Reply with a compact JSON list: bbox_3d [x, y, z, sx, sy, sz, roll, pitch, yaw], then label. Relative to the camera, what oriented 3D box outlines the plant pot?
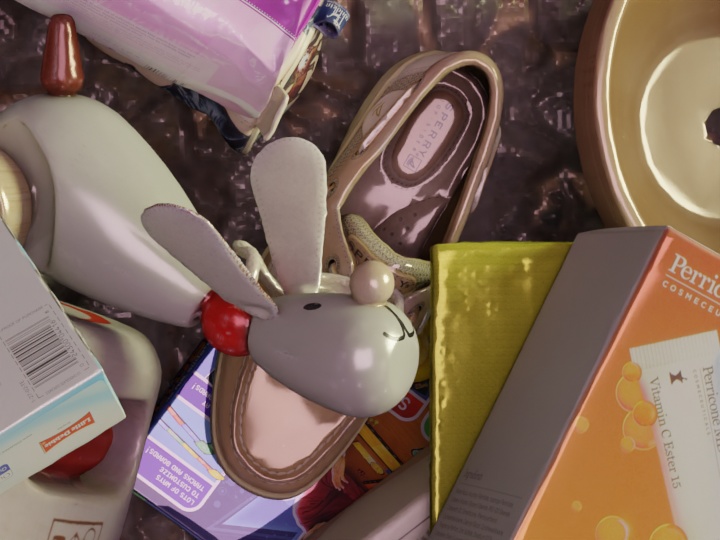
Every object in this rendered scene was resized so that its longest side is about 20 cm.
[{"bbox_3d":[0.172,-0.063,1.067,0.200,0.093,0.201,1,86,-19],"label":"plant pot"}]

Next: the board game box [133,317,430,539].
[{"bbox_3d":[0.012,0.091,1.084,0.200,0.034,0.135,38,86,-9],"label":"board game box"}]

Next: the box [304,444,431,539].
[{"bbox_3d":[0.045,0.120,1.033,0.200,0.078,0.095,-36,97,-7],"label":"box"}]

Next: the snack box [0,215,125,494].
[{"bbox_3d":[-0.180,0.001,0.869,0.116,0.037,0.200,-31,60,-9],"label":"snack box"}]

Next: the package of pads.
[{"bbox_3d":[-0.098,-0.153,0.953,0.200,0.076,0.121,27,76,-10],"label":"package of pads"}]

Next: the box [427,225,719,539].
[{"bbox_3d":[0.104,0.100,0.939,0.124,0.097,0.200,28,83,-12],"label":"box"}]

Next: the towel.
[{"bbox_3d":[0.067,0.089,0.989,0.086,0.018,0.201,0,90,-15],"label":"towel"}]

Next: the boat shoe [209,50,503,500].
[{"bbox_3d":[0.000,0.000,1.028,0.072,0.065,0.200,29,85,-9],"label":"boat shoe"}]

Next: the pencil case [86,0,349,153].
[{"bbox_3d":[-0.106,-0.127,1.025,0.200,0.089,0.078,31,100,-10],"label":"pencil case"}]

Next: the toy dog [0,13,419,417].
[{"bbox_3d":[-0.065,-0.027,0.925,0.200,0.132,0.097,16,111,2],"label":"toy dog"}]

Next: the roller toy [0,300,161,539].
[{"bbox_3d":[-0.177,0.069,0.973,0.182,0.200,0.140,16,90,-16],"label":"roller toy"}]
